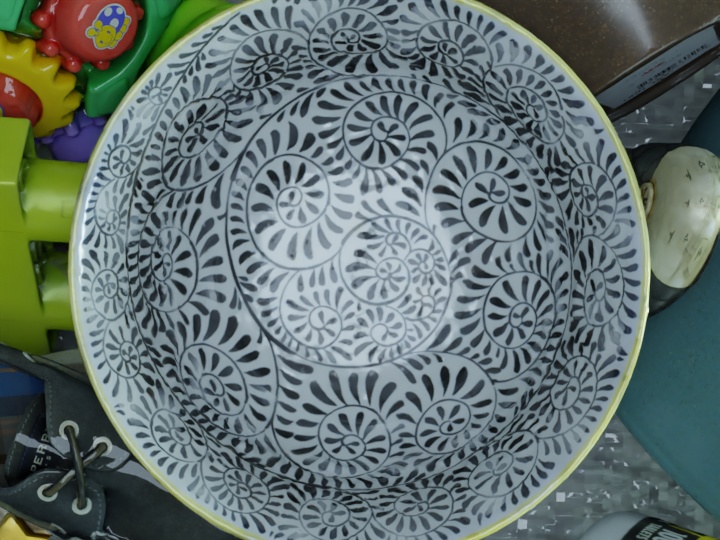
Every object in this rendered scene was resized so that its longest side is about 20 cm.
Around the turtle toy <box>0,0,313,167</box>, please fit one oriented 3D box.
[{"bbox_3d":[-0.108,-0.094,0.992,0.200,0.146,0.101,11,59,-3],"label":"turtle toy"}]

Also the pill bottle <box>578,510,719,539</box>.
[{"bbox_3d":[0.165,0.168,0.952,0.200,0.112,0.113,17,92,23],"label":"pill bottle"}]

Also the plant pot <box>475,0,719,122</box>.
[{"bbox_3d":[0.058,-0.155,0.967,0.187,0.187,0.200,-31,82,0],"label":"plant pot"}]

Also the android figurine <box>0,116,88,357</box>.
[{"bbox_3d":[-0.182,-0.017,0.996,0.200,0.182,0.041,5,56,6],"label":"android figurine"}]

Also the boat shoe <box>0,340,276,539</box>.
[{"bbox_3d":[-0.114,0.065,0.959,0.200,0.057,0.069,23,94,12],"label":"boat shoe"}]

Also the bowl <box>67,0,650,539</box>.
[{"bbox_3d":[0.000,0.000,0.939,0.200,0.094,0.201,0,90,1],"label":"bowl"}]

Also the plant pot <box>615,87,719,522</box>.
[{"bbox_3d":[0.192,0.007,1.003,0.200,0.200,0.188,43,105,-4],"label":"plant pot"}]

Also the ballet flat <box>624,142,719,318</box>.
[{"bbox_3d":[0.076,-0.015,0.979,0.057,0.200,0.067,21,79,-21],"label":"ballet flat"}]

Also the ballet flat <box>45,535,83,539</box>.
[{"bbox_3d":[-0.129,0.126,0.953,0.200,0.069,0.070,-1,93,26],"label":"ballet flat"}]

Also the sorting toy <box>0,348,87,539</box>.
[{"bbox_3d":[-0.145,0.116,1.041,0.180,0.107,0.200,13,92,4],"label":"sorting toy"}]
